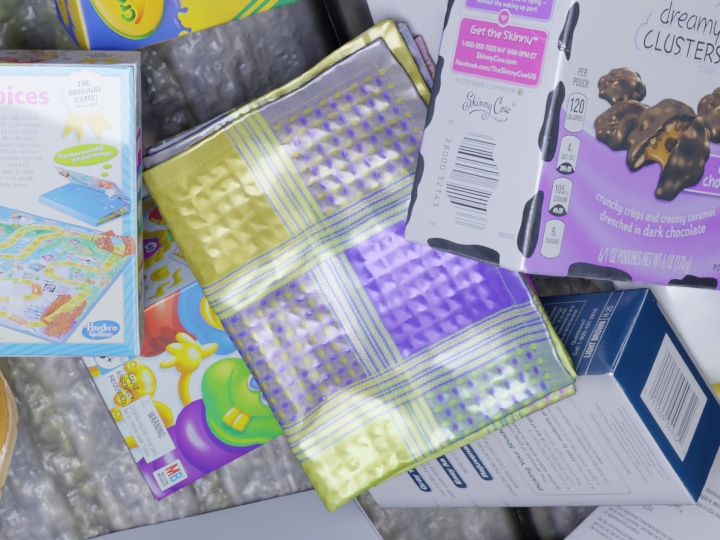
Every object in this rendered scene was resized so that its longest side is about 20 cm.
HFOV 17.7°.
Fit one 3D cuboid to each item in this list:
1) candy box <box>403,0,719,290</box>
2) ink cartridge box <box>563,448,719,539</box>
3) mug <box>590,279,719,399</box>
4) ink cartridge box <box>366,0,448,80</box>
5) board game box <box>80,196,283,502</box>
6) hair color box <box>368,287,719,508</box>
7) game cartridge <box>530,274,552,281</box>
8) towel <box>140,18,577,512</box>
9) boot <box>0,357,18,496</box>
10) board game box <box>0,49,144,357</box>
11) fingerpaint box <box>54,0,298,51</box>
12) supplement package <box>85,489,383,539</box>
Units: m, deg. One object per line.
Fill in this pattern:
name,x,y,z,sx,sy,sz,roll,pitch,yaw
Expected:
candy box,0.115,-0.098,1.013,0.167,0.071,0.201,4,98,-47
ink cartridge box,0.235,0.133,1.278,0.200,0.145,0.084,-43,122,-11
mug,0.204,0.005,1.195,0.152,0.150,0.187,-20,114,-3
ink cartridge box,0.089,-0.172,1.082,0.200,0.084,0.147,-42,128,-32
board game box,-0.045,0.007,1.149,0.199,0.105,0.103,-28,121,-7
hair color box,0.075,0.068,1.178,0.100,0.199,0.061,55,47,-32
game cartridge,0.151,-0.060,1.240,0.199,0.038,0.130,-3,119,-21
towel,0.000,0.000,1.064,0.143,0.023,0.201,-25,104,6
boot,-0.236,0.045,1.119,0.143,0.071,0.202,7,111,-16
board game box,-0.197,-0.030,1.033,0.199,0.034,0.135,1,105,-1
fingerpaint box,-0.075,-0.217,1.048,0.166,0.073,0.201,-18,119,-14
supplement package,-0.043,0.219,1.193,0.155,0.200,0.111,-10,117,-17
